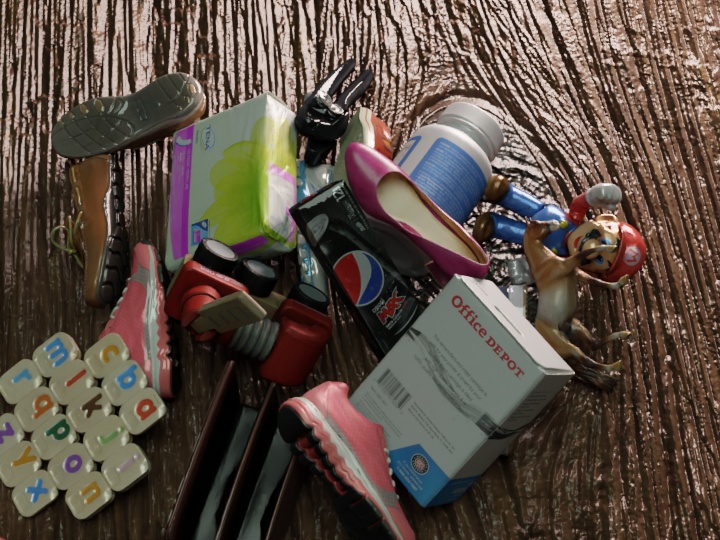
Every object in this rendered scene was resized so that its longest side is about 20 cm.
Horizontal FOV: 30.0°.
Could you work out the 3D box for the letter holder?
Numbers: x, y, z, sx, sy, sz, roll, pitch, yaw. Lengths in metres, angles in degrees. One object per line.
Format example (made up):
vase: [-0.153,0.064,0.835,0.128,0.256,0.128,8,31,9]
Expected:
letter holder: [-0.119,0.212,1.391,0.100,0.142,0.200,14,62,8]

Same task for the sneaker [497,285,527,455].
sneaker: [0.129,0.107,1.489,0.108,0.070,0.200,3,63,7]

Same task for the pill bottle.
pill bottle: [0.086,-0.100,1.578,0.112,0.112,0.200,30,66,16]

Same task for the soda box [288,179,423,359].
soda box: [0.000,0.000,1.495,0.063,0.071,0.200,-33,97,-10]

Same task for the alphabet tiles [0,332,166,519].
alphabet tiles: [-0.314,0.168,1.466,0.196,0.015,0.200,-38,66,1]

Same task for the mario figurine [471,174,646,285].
mario figurine: [0.230,-0.043,1.544,0.200,0.124,0.106,19,50,16]

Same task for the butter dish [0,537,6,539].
butter dish: [-0.350,0.333,1.325,0.200,0.200,0.148,28,42,14]

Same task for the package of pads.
package of pads: [-0.148,-0.098,1.570,0.154,0.068,0.200,-19,57,28]

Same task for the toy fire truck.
toy fire truck: [-0.112,0.055,1.411,0.176,0.129,0.200,26,19,-13]

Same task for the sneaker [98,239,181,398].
sneaker: [-0.256,0.053,1.521,0.087,0.074,0.200,-9,60,0]

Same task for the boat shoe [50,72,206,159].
boat shoe: [-0.280,-0.178,1.652,0.200,0.072,0.076,-16,74,7]

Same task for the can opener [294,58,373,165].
can opener: [-0.034,-0.209,1.642,0.063,0.079,0.200,33,40,-7]

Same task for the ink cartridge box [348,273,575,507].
ink cartridge box: [0.101,0.126,1.410,0.200,0.084,0.145,-50,63,19]

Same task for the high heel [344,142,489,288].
high heel: [0.061,-0.066,1.445,0.067,0.096,0.200,-34,91,-25]

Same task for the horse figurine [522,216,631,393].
horse figurine: [0.236,0.042,1.491,0.132,0.200,0.050,3,14,41]

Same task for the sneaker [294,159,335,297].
sneaker: [-0.038,-0.049,1.577,0.087,0.075,0.200,-2,61,-7]

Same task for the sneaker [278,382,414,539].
sneaker: [0.006,0.198,1.366,0.087,0.074,0.200,-35,90,-34]

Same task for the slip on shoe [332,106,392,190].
slip on shoe: [0.009,-0.136,1.582,0.061,0.074,0.200,32,21,-11]

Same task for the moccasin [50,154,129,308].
moccasin: [-0.318,-0.046,1.577,0.078,0.074,0.202,-12,64,5]
